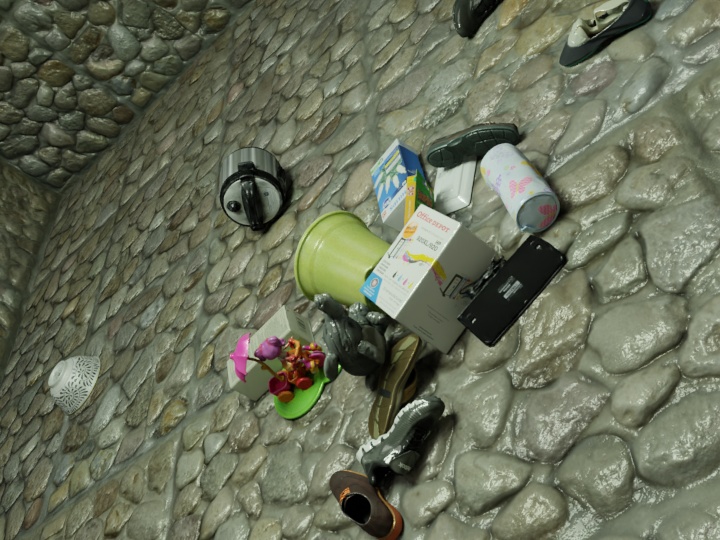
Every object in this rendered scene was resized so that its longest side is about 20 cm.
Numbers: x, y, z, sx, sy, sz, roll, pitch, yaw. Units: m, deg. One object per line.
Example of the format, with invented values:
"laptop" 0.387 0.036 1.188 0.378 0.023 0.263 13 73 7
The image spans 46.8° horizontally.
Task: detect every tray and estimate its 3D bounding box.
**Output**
"tray" 0.191 -0.203 1.729 0.107 0.022 0.200 -22 45 43

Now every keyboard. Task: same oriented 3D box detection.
"keyboard" 0.250 0.026 1.418 0.104 0.040 0.200 44 97 18

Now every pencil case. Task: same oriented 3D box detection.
"pencil case" 0.284 -0.150 1.502 0.091 0.083 0.200 -48 33 18

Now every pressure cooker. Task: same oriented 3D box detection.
"pressure cooker" -0.290 -0.213 2.227 0.179 0.176 0.200 -44 30 23

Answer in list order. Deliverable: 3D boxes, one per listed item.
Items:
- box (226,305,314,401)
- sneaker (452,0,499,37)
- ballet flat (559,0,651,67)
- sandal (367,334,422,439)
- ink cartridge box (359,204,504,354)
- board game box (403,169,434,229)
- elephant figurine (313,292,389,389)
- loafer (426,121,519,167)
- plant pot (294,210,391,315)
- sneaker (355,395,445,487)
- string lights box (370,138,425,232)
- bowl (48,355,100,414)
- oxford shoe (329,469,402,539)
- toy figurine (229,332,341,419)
"box" -0.200 0.183 1.833 0.200 0.078 0.095 -43 34 18
"sneaker" 0.285 -0.639 1.963 0.091 0.076 0.200 13 73 49
"ballet flat" 0.451 -0.465 1.585 0.200 0.073 0.073 -27 41 37
"sandal" 0.070 0.210 1.487 0.080 0.054 0.200 16 89 62
"ink cartridge box" 0.131 0.012 1.493 0.200 0.145 0.147 -54 32 1
"board game box" 0.115 -0.093 1.634 0.030 0.096 0.200 -7 60 26
"elephant figurine" -0.024 0.130 1.487 0.142 0.155 0.200 -60 -8 7
"loafer" 0.224 -0.267 1.679 0.200 0.072 0.063 -14 44 30
"plant pot" 0.000 0.000 1.659 0.184 0.200 0.201 26 82 47
"sneaker" 0.075 0.293 1.389 0.200 0.066 0.091 -45 36 23
"string lights box" 0.086 -0.186 1.805 0.103 0.059 0.200 -49 31 28
"bowl" -0.913 0.341 2.611 0.201 0.094 0.201 -33 38 30
"oxford shoe" -0.007 0.382 1.402 0.071 0.072 0.200 -59 32 -6
"toy figurine" -0.165 0.186 1.677 0.200 0.184 0.150 -35 42 24
